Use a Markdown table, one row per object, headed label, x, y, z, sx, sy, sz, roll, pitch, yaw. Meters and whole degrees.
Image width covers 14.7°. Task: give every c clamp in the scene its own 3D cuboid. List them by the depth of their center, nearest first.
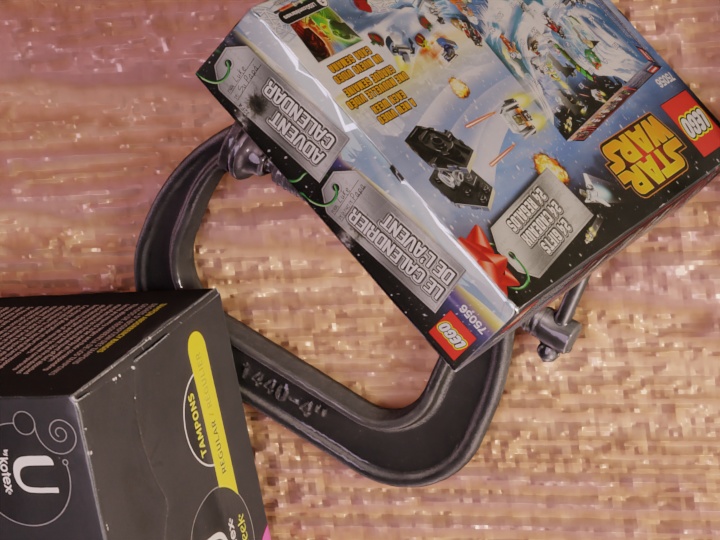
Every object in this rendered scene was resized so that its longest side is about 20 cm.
| label | x | y | z | sx | sy | sz | roll | pitch | yaw |
| --- | --- | --- | --- | --- | --- | --- | --- | --- | --- |
| c clamp | 0.000 | 0.000 | 1.145 | 0.200 | 0.027 | 0.171 | 25 | 120 | 17 |

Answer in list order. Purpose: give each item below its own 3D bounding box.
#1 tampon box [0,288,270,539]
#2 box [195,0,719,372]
| label | x | y | z | sx | sy | sz | roll | pitch | yaw |
| --- | --- | --- | --- | --- | --- | --- | --- | --- | --- |
| tampon box | -0.157 | 0.099 | 1.178 | 0.200 | 0.126 | 0.150 | -2 | 109 | 27 |
| box | 0.045 | -0.056 | 1.005 | 0.137 | 0.200 | 0.040 | 49 | 124 | 7 |
